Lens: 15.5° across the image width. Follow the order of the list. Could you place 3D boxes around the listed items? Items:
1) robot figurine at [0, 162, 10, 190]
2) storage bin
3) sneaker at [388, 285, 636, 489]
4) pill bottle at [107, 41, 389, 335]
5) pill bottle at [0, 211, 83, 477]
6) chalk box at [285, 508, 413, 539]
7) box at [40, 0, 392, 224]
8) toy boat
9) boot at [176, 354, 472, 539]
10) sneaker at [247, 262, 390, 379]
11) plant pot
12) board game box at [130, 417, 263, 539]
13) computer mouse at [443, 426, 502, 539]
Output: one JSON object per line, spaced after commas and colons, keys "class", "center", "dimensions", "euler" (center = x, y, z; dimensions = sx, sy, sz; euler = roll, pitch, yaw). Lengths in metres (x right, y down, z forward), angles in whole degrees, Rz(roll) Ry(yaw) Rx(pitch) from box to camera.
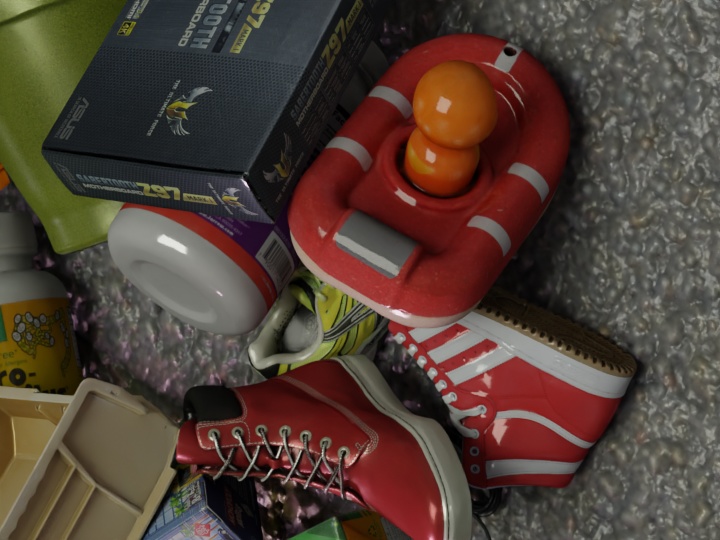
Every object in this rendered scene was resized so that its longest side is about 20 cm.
{"class": "robot figurine", "center": [-0.311, -0.069, 1.854], "dimensions": [0.058, 0.145, 0.200], "euler": [56, 171, -17]}
{"class": "storage bin", "center": [-0.234, 0.158, 1.662], "dimensions": [0.200, 0.094, 0.199], "euler": [0, 56, 52]}
{"class": "sneaker", "center": [0.059, 0.062, 1.625], "dimensions": [0.199, 0.071, 0.113], "euler": [27, 111, 12]}
{"class": "pill bottle", "center": [-0.064, -0.066, 1.658], "dimensions": [0.112, 0.113, 0.200], "euler": [18, 64, 34]}
{"class": "pill bottle", "center": [-0.252, 0.065, 1.849], "dimensions": [0.112, 0.113, 0.201], "euler": [-14, 84, 36]}
{"class": "chalk box", "center": [-0.032, 0.241, 1.691], "dimensions": [0.200, 0.124, 0.125], "euler": [-31, 75, 33]}
{"class": "box", "center": [-0.082, -0.128, 1.603], "dimensions": [0.157, 0.051, 0.200], "euler": [10, 60, 33]}
{"class": "toy boat", "center": [0.050, -0.072, 1.561], "dimensions": [0.130, 0.200, 0.131], "euler": [29, 141, 9]}
{"class": "boot", "center": [-0.029, 0.120, 1.594], "dimensions": [0.200, 0.144, 0.073], "euler": [42, 134, 54]}
{"class": "sneaker", "center": [0.000, 0.000, 1.682], "dimensions": [0.075, 0.076, 0.200], "euler": [41, 114, 29]}
{"class": "plant pot", "center": [-0.171, -0.120, 1.746], "dimensions": [0.200, 0.200, 0.194], "euler": [-17, 95, 36]}
{"class": "board game box", "center": [-0.159, 0.184, 1.712], "dimensions": [0.200, 0.200, 0.062], "euler": [-39, 112, 10]}
{"class": "computer mouse", "center": [0.090, 0.185, 1.661], "dimensions": [0.059, 0.034, 0.201], "euler": [-34, 66, 24]}
